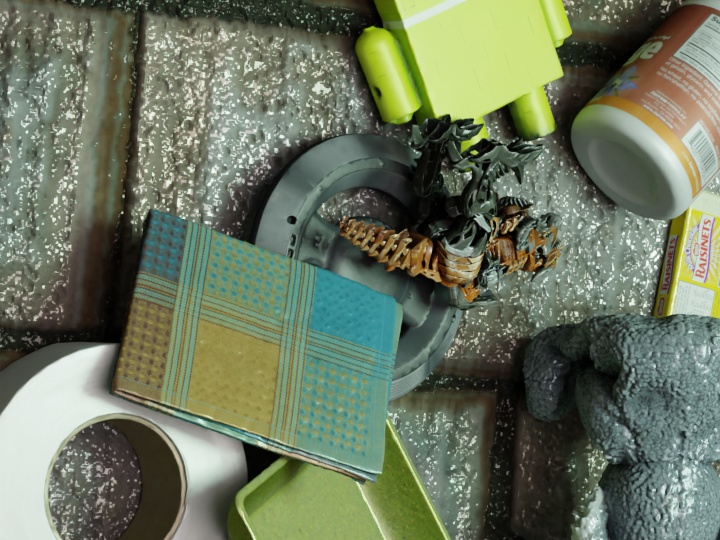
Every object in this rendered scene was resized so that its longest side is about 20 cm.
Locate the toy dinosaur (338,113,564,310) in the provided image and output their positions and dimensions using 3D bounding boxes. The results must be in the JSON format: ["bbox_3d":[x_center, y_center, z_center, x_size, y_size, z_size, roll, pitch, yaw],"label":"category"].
[{"bbox_3d":[0.075,-0.034,1.723,0.200,0.102,0.136,-15,118,-58],"label":"toy dinosaur"}]

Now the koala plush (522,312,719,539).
[{"bbox_3d":[0.220,0.141,1.761,0.176,0.184,0.201,7,79,-14],"label":"koala plush"}]

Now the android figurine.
[{"bbox_3d":[0.079,-0.182,1.791,0.182,0.041,0.201,-29,106,-25],"label":"android figurine"}]

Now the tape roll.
[{"bbox_3d":[-0.179,0.149,1.626,0.202,0.071,0.204,1,89,-30],"label":"tape roll"}]

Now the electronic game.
[{"bbox_3d":[0.000,0.000,1.744,0.199,0.042,0.201,0,90,-38],"label":"electronic game"}]

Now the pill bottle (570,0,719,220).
[{"bbox_3d":[0.264,-0.142,1.856,0.200,0.112,0.112,-46,110,-22],"label":"pill bottle"}]

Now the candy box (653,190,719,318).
[{"bbox_3d":[0.281,0.042,1.912,0.102,0.026,0.201,16,82,-25],"label":"candy box"}]

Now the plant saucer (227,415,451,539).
[{"bbox_3d":[-0.011,0.211,1.672,0.200,0.048,0.201,-36,101,-55],"label":"plant saucer"}]

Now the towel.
[{"bbox_3d":[-0.068,0.052,1.638,0.199,0.022,0.147,20,59,-19],"label":"towel"}]
